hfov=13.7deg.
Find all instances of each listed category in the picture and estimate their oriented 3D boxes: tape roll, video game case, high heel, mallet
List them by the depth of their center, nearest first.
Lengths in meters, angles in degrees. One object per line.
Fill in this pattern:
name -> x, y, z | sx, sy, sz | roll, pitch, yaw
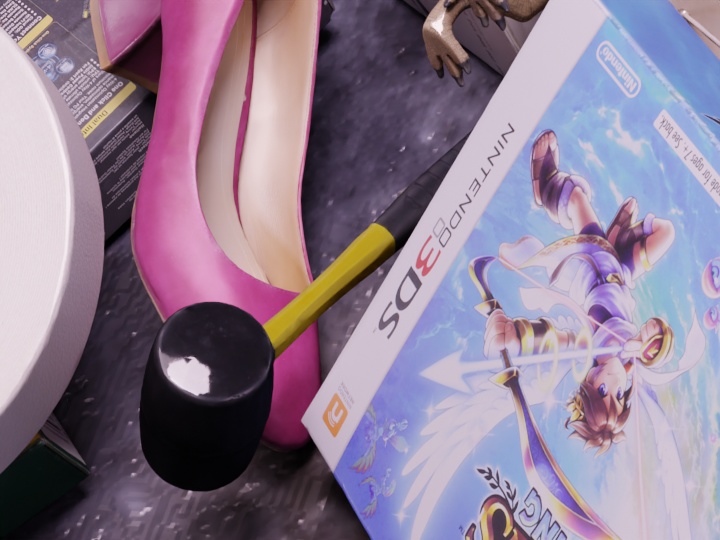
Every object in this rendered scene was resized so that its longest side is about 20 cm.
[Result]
video game case -> 0.074, 0.040, 0.885 | 0.181, 0.045, 0.200 | -60, 38, 24
mallet -> 0.000, 0.000, 0.993 | 0.041, 0.066, 0.200 | 40, 53, 15
tape roll -> -0.184, -0.006, 0.999 | 0.202, 0.037, 0.203 | -4, 73, 13
high heel -> -0.029, -0.041, 1.028 | 0.096, 0.067, 0.200 | -33, 56, 28

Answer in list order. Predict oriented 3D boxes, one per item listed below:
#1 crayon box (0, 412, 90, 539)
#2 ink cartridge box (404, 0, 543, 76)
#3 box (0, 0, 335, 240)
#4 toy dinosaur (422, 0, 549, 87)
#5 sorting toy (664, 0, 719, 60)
crayon box -> -0.221, 0.038, 1.046 | 0.172, 0.058, 0.200 | -36, 69, 1
ink cartridge box -> 0.058, -0.167, 1.115 | 0.145, 0.084, 0.200 | -39, 45, -8
box -> -0.133, -0.080, 1.146 | 0.200, 0.049, 0.161 | -46, 52, -9
toy dinosaur -> 0.068, -0.105, 0.997 | 0.101, 0.200, 0.058 | -37, 14, -27
sorting toy -> 0.133, 0.021, 0.908 | 0.180, 0.107, 0.200 | -48, 41, 7
